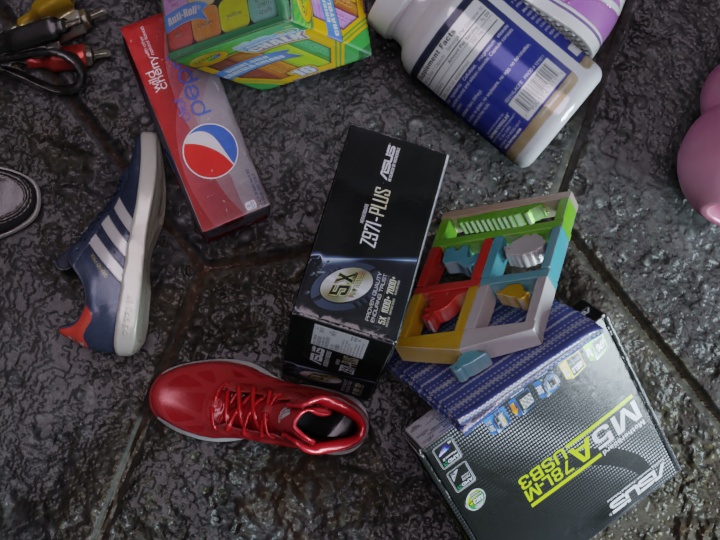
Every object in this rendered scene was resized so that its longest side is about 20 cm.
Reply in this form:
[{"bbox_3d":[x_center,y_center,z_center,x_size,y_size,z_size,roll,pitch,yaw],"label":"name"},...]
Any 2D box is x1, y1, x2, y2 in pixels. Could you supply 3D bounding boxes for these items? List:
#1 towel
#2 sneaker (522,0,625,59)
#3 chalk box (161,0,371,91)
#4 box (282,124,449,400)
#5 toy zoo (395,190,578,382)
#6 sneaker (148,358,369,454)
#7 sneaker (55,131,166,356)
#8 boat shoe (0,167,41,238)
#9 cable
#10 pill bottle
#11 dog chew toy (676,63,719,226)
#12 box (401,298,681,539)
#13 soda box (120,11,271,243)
[{"bbox_3d":[0.105,0.066,1.110,0.144,0.200,0.024,-34,110,-8],"label":"towel"},{"bbox_3d":[0.161,-0.296,1.221,0.200,0.073,0.115,35,78,-9],"label":"sneaker"},{"bbox_3d":[-0.093,-0.242,1.113,0.124,0.200,0.125,-12,83,26],"label":"chalk box"},{"bbox_3d":[0.000,0.000,1.091,0.085,0.200,0.165,17,72,0],"label":"box"},{"bbox_3d":[0.106,0.014,1.111,0.130,0.021,0.201,-9,40,31],"label":"toy zoo"},{"bbox_3d":[-0.086,0.115,1.127,0.198,0.116,0.079,6,82,-4],"label":"sneaker"},{"bbox_3d":[-0.224,-0.028,1.159,0.084,0.075,0.202,7,79,2],"label":"sneaker"},{"bbox_3d":[-0.387,-0.064,1.159,0.198,0.060,0.075,2,82,-3],"label":"boat shoe"},{"bbox_3d":[-0.326,-0.198,1.201,0.198,0.050,0.098,-13,101,7],"label":"cable"},{"bbox_3d":[0.109,-0.197,1.178,0.200,0.116,0.116,41,82,3],"label":"pill bottle"},{"bbox_3d":[0.360,-0.141,1.189,0.123,0.125,0.202,16,74,-1],"label":"dog chew toy"},{"bbox_3d":[0.160,0.156,1.126,0.199,0.048,0.194,-34,117,-8],"label":"box"},{"bbox_3d":[-0.149,-0.132,1.180,0.069,0.063,0.202,-22,84,-8],"label":"soda box"}]
